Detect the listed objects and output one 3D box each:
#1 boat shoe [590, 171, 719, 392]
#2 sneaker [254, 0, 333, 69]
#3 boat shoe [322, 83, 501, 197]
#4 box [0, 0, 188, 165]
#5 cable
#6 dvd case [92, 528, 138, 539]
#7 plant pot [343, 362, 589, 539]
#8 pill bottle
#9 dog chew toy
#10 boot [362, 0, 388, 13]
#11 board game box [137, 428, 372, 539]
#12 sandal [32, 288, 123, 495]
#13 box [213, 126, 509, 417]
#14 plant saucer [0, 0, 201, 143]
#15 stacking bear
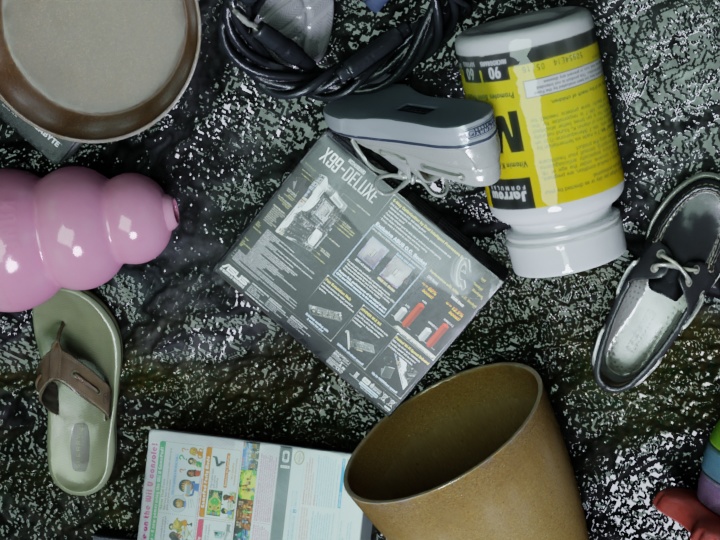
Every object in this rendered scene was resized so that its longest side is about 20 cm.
[{"bbox_3d":[0.248,0.013,1.671,0.074,0.060,0.200,32,110,3],"label":"boat shoe"},{"bbox_3d":[-0.092,-0.257,1.670,0.078,0.112,0.200,-35,131,-16],"label":"sneaker"},{"bbox_3d":[0.046,-0.097,1.643,0.202,0.075,0.086,13,126,50],"label":"boat shoe"},{"bbox_3d":[-0.269,-0.227,1.728,0.200,0.050,0.199,40,108,-2],"label":"box"},{"bbox_3d":[-0.010,-0.201,1.617,0.200,0.051,0.163,2,128,-14],"label":"cable"},{"bbox_3d":[-0.174,0.342,1.880,0.150,0.025,0.200,5,107,11],"label":"dvd case"},{"bbox_3d":[0.115,0.211,1.710,0.186,0.186,0.200,-25,111,18],"label":"plant pot"},{"bbox_3d":[0.149,-0.103,1.633,0.114,0.114,0.200,-10,103,15],"label":"pill bottle"},{"bbox_3d":[-0.255,-0.034,1.746,0.200,0.125,0.125,-9,103,7],"label":"dog chew toy"},{"bbox_3d":[0.048,-0.302,1.631,0.090,0.073,0.200,43,118,-9],"label":"boot"},{"bbox_3d":[-0.092,0.223,1.787,0.200,0.064,0.148,7,88,10],"label":"board game box"},{"bbox_3d":[-0.254,0.108,1.814,0.080,0.057,0.201,-1,102,13],"label":"sandal"},{"bbox_3d":[0.000,0.000,1.724,0.200,0.050,0.158,39,105,0],"label":"box"},{"bbox_3d":[-0.224,-0.207,1.683,0.200,0.034,0.201,3,106,10],"label":"plant saucer"},{"bbox_3d":[0.341,0.133,1.662,0.114,0.121,0.200,18,100,-20],"label":"stacking bear"}]
